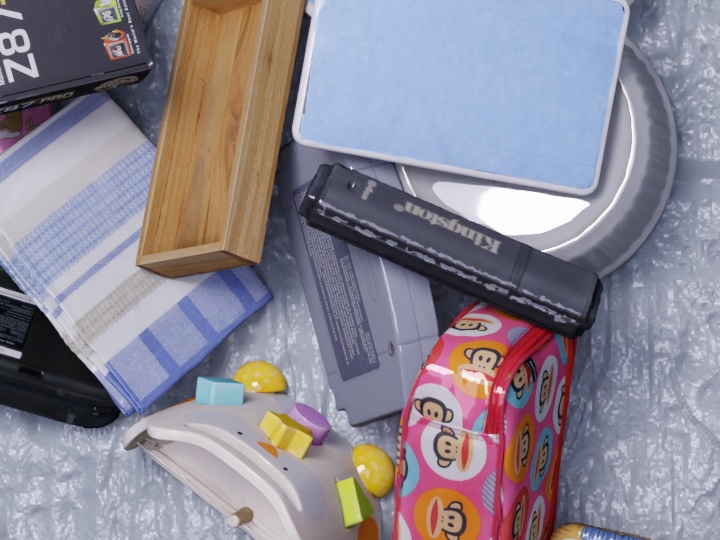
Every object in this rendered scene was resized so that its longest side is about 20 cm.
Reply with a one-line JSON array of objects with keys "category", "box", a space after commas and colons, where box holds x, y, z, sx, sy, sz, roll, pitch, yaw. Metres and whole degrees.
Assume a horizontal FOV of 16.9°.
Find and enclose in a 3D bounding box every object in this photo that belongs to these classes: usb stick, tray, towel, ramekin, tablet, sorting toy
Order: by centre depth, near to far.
[{"category": "usb stick", "box": [0.059, -0.013, 1.538, 0.200, 0.056, 0.033, 23, 135, 1]}, {"category": "tablet", "box": [0.064, -0.128, 1.545, 0.199, 0.014, 0.130, 10, 95, -1]}, {"category": "sorting toy", "box": [-0.067, 0.136, 1.601, 0.200, 0.180, 0.107, 37, 95, 9]}, {"category": "ramekin", "box": [0.110, -0.085, 1.615, 0.200, 0.105, 0.201, -1, 87, 10]}, {"category": "tray", "box": [-0.093, -0.098, 1.639, 0.099, 0.037, 0.200, -9, 67, 48]}, {"category": "towel", "box": [-0.171, -0.015, 1.657, 0.147, 0.024, 0.200, -42, 95, -28]}]

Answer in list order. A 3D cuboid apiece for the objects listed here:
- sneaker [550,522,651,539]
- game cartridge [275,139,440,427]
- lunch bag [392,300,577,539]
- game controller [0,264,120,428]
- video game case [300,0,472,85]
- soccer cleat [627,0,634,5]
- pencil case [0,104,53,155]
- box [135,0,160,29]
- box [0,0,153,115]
[{"category": "sneaker", "box": [0.217, 0.227, 1.595, 0.200, 0.075, 0.088, 11, 86, 11]}, {"category": "game cartridge", "box": [0.000, 0.000, 1.622, 0.041, 0.133, 0.200, -13, 85, -21]}, {"category": "lunch bag", "box": [0.085, 0.122, 1.581, 0.082, 0.176, 0.200, 12, 111, 19]}, {"category": "game controller", "box": [-0.248, 0.042, 1.672, 0.200, 0.042, 0.105, 17, 105, -12]}, {"category": "video game case", "box": [0.034, -0.233, 1.622, 0.182, 0.023, 0.200, -54, 45, 5]}, {"category": "soccer cleat", "box": [0.096, -0.225, 1.625, 0.200, 0.085, 0.069, 26, 93, 21]}, {"category": "pencil case", "box": [-0.254, -0.101, 1.697, 0.086, 0.083, 0.201, -6, 86, 39]}, {"category": "box", "box": [-0.207, -0.286, 1.686, 0.200, 0.097, 0.177, 29, 94, 10]}, {"category": "box", "box": [-0.240, -0.204, 1.587, 0.161, 0.049, 0.200, -14, 85, -17]}]
